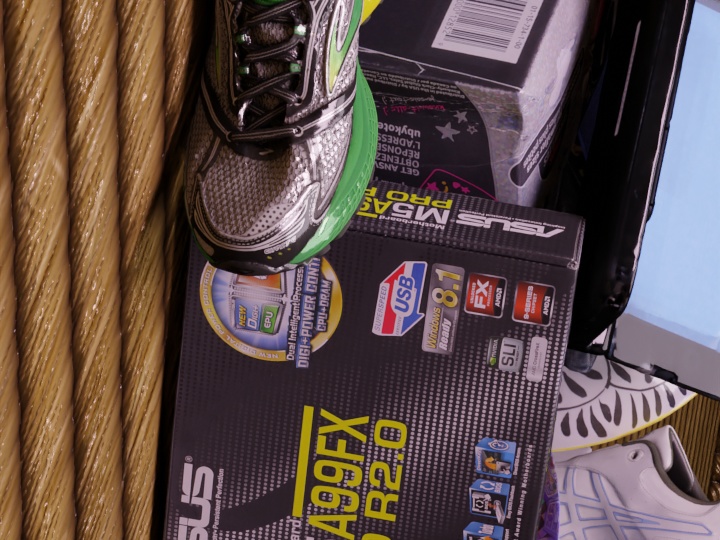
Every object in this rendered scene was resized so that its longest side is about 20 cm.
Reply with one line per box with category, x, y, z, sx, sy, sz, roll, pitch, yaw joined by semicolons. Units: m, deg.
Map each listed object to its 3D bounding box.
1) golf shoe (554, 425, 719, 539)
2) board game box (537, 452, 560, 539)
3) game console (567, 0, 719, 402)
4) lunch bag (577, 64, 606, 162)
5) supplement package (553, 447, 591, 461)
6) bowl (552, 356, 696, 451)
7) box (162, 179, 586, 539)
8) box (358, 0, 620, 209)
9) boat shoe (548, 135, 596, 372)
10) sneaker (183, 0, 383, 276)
golf shoe;0.137;0.121;1.585;0.078;0.200;0.098;13;101;-54
board game box;0.012;0.142;1.461;0.039;0.200;0.159;24;78;-36
game console;0.160;-0.056;1.293;0.176;0.116;0.201;117;-14;-79
lunch bag;0.185;-0.064;1.469;0.136;0.132;0.201;28;44;-70
supplement package;0.054;0.177;1.723;0.200;0.117;0.118;-51;150;-65
bowl;0.102;-0.003;1.610;0.201;0.200;0.095;-65;150;-44
box;0.002;0.060;1.249;0.044;0.159;0.201;-72;171;-62
box;0.040;-0.113;1.305;0.115;0.131;0.200;87;20;-47
boat shoe;0.104;-0.035;1.526;0.071;0.090;0.201;77;29;-58
sneaker;-0.034;-0.094;1.158;0.085;0.078;0.201;54;42;-66
